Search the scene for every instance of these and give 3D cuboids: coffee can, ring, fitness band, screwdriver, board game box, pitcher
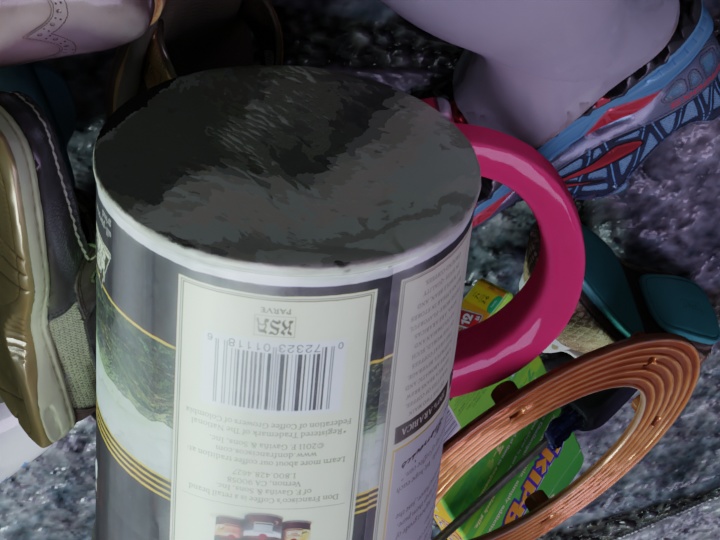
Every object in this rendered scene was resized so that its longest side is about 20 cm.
[{"bbox_3d":[-0.034,0.040,0.753,0.146,0.147,0.201,-4,125,-14],"label":"coffee can"},{"bbox_3d":[0.082,0.093,0.936,0.200,0.019,0.201,-27,152,-15],"label":"ring"},{"bbox_3d":[0.000,0.000,0.840,0.199,0.037,0.144,-12,125,3],"label":"fitness band"},{"bbox_3d":[0.092,0.105,1.022,0.200,0.029,0.028,-43,143,-28],"label":"screwdriver"},{"bbox_3d":[0.070,0.094,1.030,0.096,0.030,0.200,-51,144,-15],"label":"board game box"},{"bbox_3d":[0.080,-0.153,0.765,0.171,0.122,0.200,-31,145,8],"label":"pitcher"}]

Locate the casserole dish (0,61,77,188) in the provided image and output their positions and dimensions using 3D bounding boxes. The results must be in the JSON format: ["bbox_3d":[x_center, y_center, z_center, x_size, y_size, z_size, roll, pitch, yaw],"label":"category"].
[{"bbox_3d":[-0.200,-0.017,0.790,0.200,0.039,0.121,-31,141,-14],"label":"casserole dish"}]

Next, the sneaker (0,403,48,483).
[{"bbox_3d":[-0.229,0.115,0.972,0.200,0.073,0.072,-31,134,13],"label":"sneaker"}]

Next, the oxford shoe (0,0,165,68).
[{"bbox_3d":[-0.172,-0.084,0.710,0.199,0.073,0.071,-6,146,-1],"label":"oxford shoe"}]

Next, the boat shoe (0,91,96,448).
[{"bbox_3d":[-0.129,-0.006,0.782,0.065,0.073,0.200,-31,152,-25],"label":"boat shoe"}]

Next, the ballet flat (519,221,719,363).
[{"bbox_3d":[0.121,0.024,0.967,0.065,0.071,0.200,-27,153,25],"label":"ballet flat"}]

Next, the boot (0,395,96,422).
[{"bbox_3d":[-0.114,0.056,0.888,0.199,0.097,0.075,-20,170,-21],"label":"boot"}]

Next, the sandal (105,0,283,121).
[{"bbox_3d":[-0.060,-0.092,0.785,0.080,0.054,0.200,-38,161,-28],"label":"sandal"}]

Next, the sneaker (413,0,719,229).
[{"bbox_3d":[0.088,-0.053,0.895,0.200,0.080,0.096,-30,138,14],"label":"sneaker"}]
